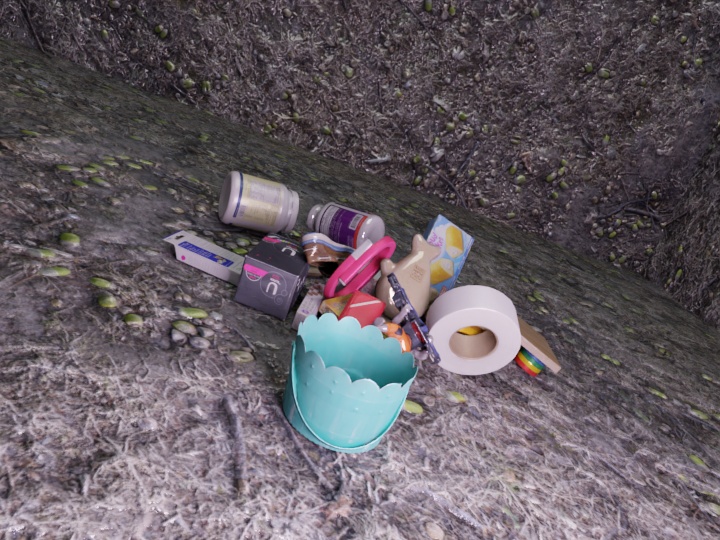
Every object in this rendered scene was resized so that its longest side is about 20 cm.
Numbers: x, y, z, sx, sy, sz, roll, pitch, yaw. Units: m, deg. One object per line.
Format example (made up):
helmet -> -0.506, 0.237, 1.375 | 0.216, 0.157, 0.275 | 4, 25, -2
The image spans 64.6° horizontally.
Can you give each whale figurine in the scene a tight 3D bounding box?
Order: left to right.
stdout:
whale figurine -> 0.107, 0.021, 1.303 | 0.157, 0.203, 0.104 | 29, -13, -12

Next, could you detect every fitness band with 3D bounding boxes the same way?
fitness band -> 0.000, 0.000, 1.266 | 0.037, 0.200, 0.144 | 44, -5, 18

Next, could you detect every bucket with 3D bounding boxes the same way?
bucket -> -0.023, 0.177, 0.901 | 0.203, 0.137, 0.208 | 18, 18, -6

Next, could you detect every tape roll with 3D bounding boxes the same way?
tape roll -> 0.236, 0.130, 1.207 | 0.199, 0.204, 0.072 | 18, 40, -10

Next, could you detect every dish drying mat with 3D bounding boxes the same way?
dish drying mat -> -0.015, 0.118, 1.130 | 0.076, 0.018, 0.201 | 25, 44, 6

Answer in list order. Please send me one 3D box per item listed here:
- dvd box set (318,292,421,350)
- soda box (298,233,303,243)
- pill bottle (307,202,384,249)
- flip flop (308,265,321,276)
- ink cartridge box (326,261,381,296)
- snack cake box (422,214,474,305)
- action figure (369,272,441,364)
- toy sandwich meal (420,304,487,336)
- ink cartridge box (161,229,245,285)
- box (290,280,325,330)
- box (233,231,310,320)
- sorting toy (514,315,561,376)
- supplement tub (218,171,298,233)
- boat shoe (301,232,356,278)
dvd box set -> 0.021, 0.127, 1.205 | 0.199, 0.030, 0.145 | 41, 25, 21
soda box -> -0.074, -0.037, 1.553 | 0.196, 0.065, 0.069 | 13, 20, -22
pill bottle -> -0.041, -0.111, 1.490 | 0.197, 0.115, 0.112 | 21, 16, 31
flip flop -> -0.172, -0.028, 1.425 | 0.197, 0.059, 0.081 | 10, 22, -32
ink cartridge box -> 0.029, 0.030, 1.448 | 0.146, 0.087, 0.198 | 32, 23, 30
snack cake box -> 0.189, -0.022, 1.415 | 0.114, 0.202, 0.067 | 33, -24, -10
action figure -> 0.066, 0.115, 1.121 | 0.203, 0.104, 0.193 | 63, 24, 8
toy sandwich meal -> 0.222, 0.141, 1.345 | 0.202, 0.071, 0.205 | 24, -10, 5
ink cartridge box -> -0.340, -0.030, 1.281 | 0.197, 0.038, 0.095 | 26, 19, 3
box -> -0.107, 0.076, 1.239 | 0.038, 0.042, 0.200 | 21, 18, -1
box -> -0.183, 0.006, 1.244 | 0.120, 0.108, 0.200 | 20, 19, -1
sorting toy -> 0.386, 0.169, 1.430 | 0.199, 0.070, 0.199 | 39, 15, -4
supplement tub -> -0.285, -0.185, 1.597 | 0.196, 0.147, 0.145 | 12, 20, -28
boat shoe -> -0.065, -0.020, 1.278 | 0.071, 0.074, 0.199 | -15, -23, 34
